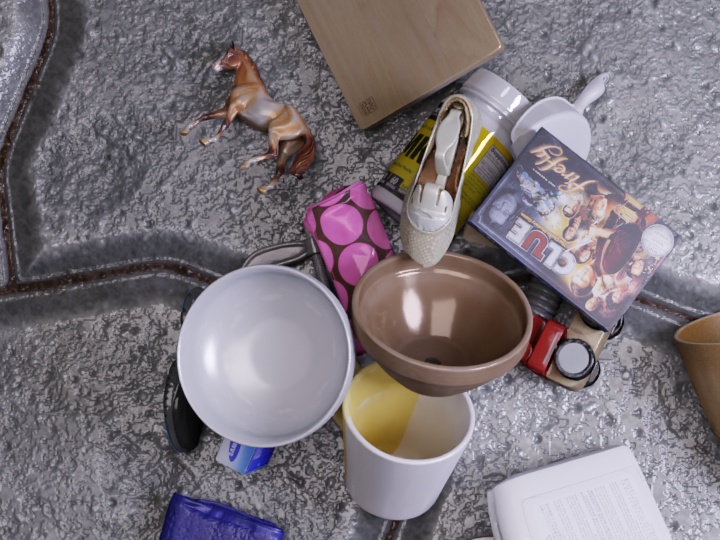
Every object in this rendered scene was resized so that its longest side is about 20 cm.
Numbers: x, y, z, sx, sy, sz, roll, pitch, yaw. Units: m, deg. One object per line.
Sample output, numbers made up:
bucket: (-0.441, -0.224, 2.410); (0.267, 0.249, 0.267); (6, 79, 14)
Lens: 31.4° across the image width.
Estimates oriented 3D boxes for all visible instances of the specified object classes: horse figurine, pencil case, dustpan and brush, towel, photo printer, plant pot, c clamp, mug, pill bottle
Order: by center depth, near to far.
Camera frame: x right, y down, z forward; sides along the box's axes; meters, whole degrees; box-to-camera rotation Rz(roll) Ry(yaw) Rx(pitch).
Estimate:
plant pot: (0.086, 0.073, 1.427); (0.200, 0.093, 0.201); (4, 40, -4)
photo printer: (0.242, 0.294, 1.431); (0.199, 0.069, 0.167); (-11, 68, -29)
plant pot: (0.466, 0.151, 1.440); (0.185, 0.186, 0.201); (-13, 95, 3)
mug: (0.042, 0.193, 1.477); (0.149, 0.154, 0.187); (-1, 45, -11)
pencil case: (0.000, 0.000, 1.519); (0.093, 0.091, 0.201); (-22, 89, -1)
towel: (-0.184, 0.379, 1.527); (0.147, 0.050, 0.201); (17, 85, 14)
pill bottle: (0.114, -0.134, 1.528); (0.114, 0.114, 0.200); (37, 87, 9)
dustpan and brush: (0.245, -0.169, 1.533); (0.200, 0.140, 0.057); (-40, 44, -16)
c clamp: (-0.064, 0.034, 1.566); (0.170, 0.027, 0.201); (-10, 83, 5)
horse figurine: (-0.126, -0.179, 1.582); (0.200, 0.050, 0.133); (36, 70, 16)

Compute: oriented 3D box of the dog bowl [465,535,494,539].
dog bowl: (0.155, 0.405, 1.477); (0.199, 0.074, 0.201); (-1, 82, 6)

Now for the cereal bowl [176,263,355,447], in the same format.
cereal bowl: (-0.097, 0.093, 1.417); (0.199, 0.083, 0.201); (0, 88, 14)

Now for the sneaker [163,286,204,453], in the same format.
sneaker: (-0.185, 0.122, 1.543); (0.081, 0.073, 0.201); (8, 84, 8)

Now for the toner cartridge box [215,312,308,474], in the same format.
toner cartridge box: (-0.101, 0.136, 1.509); (0.043, 0.095, 0.201); (24, 93, 13)

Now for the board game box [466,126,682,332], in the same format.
board game box: (0.238, -0.045, 1.433); (0.200, 0.035, 0.136); (38, 87, 3)

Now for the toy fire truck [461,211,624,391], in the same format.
toy fire truck: (0.209, 0.023, 1.505); (0.199, 0.129, 0.177); (26, 86, 20)

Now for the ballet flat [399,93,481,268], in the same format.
ballet flat: (0.085, -0.105, 1.437); (0.067, 0.062, 0.201); (12, 81, 14)

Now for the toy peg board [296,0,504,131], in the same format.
toy peg board: (0.056, -0.301, 1.577); (0.199, 0.098, 0.201); (-29, 79, 17)
